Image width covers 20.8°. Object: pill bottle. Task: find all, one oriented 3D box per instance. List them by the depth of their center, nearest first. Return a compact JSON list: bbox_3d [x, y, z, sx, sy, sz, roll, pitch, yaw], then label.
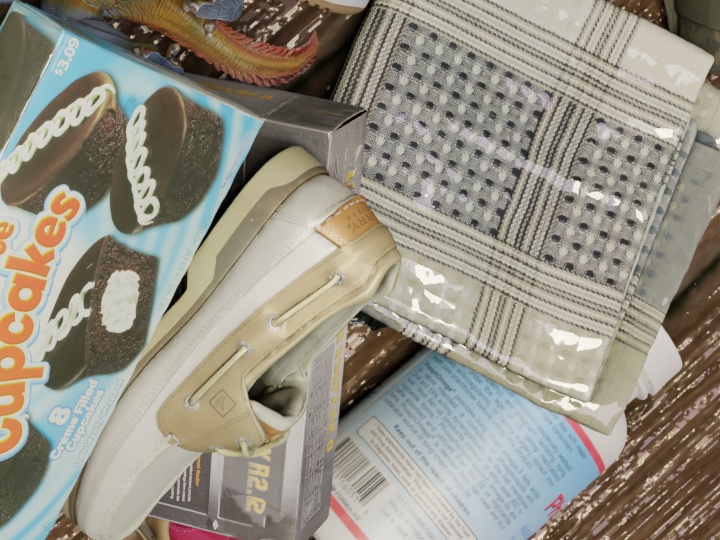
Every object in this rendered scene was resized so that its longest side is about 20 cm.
[{"bbox_3d":[0.063,0.084,1.001,0.200,0.109,0.109,-40,119,-4],"label":"pill bottle"}]

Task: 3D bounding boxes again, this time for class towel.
[{"bbox_3d":[0.077,-0.047,0.939,0.199,0.035,0.194,27,75,-13],"label":"towel"}]

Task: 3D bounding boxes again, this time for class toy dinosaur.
[{"bbox_3d":[-0.143,-0.128,0.830,0.105,0.181,0.200,-58,154,-2],"label":"toy dinosaur"}]

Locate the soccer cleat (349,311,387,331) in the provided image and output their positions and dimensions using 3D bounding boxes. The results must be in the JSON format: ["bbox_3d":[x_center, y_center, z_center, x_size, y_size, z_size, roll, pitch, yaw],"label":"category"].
[{"bbox_3d":[0.000,0.000,0.958,0.199,0.068,0.082,-22,86,-15],"label":"soccer cleat"}]

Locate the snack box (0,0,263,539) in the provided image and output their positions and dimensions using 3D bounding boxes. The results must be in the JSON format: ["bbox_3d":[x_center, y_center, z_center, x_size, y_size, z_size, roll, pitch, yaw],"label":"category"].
[{"bbox_3d":[-0.129,0.008,0.760,0.116,0.037,0.201,20,100,-51],"label":"snack box"}]

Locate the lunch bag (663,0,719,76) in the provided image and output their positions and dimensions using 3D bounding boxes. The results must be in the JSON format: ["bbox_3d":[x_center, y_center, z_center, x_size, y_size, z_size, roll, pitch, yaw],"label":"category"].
[{"bbox_3d":[0.219,-0.189,0.932,0.117,0.164,0.201,-19,114,-23],"label":"lunch bag"}]

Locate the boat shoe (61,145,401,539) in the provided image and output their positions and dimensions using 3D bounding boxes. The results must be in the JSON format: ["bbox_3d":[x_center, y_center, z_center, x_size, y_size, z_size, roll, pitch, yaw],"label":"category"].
[{"bbox_3d":[-0.058,0.047,0.825,0.068,0.075,0.201,39,114,12],"label":"boat shoe"}]

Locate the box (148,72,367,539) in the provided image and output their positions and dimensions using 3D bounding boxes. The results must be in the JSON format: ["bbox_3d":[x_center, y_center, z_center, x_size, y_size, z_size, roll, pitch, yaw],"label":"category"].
[{"bbox_3d":[-0.085,0.013,0.893,0.157,0.048,0.202,11,109,17],"label":"box"}]

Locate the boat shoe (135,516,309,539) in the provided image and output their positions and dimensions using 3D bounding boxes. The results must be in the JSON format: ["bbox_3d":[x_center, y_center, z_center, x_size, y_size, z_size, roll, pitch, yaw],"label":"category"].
[{"bbox_3d":[-0.050,0.165,1.005,0.074,0.069,0.200,-45,120,-2],"label":"boat shoe"}]

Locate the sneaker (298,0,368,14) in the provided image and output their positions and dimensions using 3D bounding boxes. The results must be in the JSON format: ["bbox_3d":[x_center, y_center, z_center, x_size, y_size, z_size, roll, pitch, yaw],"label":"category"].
[{"bbox_3d":[-0.057,-0.199,0.865,0.199,0.070,0.109,28,98,-26],"label":"sneaker"}]
